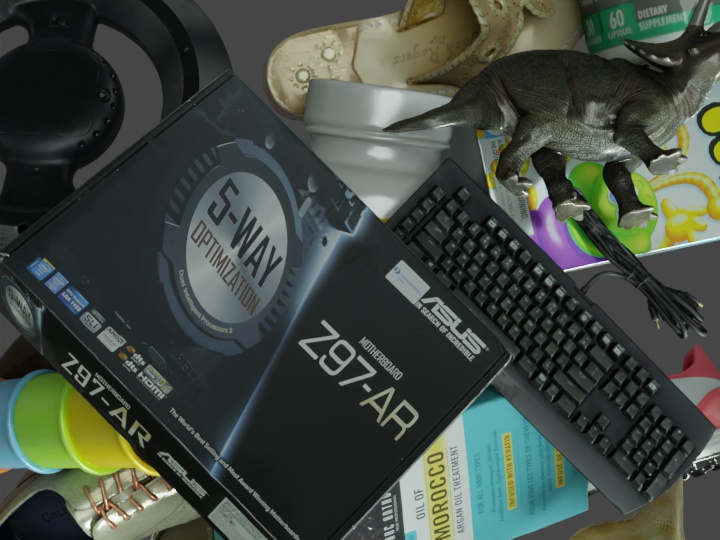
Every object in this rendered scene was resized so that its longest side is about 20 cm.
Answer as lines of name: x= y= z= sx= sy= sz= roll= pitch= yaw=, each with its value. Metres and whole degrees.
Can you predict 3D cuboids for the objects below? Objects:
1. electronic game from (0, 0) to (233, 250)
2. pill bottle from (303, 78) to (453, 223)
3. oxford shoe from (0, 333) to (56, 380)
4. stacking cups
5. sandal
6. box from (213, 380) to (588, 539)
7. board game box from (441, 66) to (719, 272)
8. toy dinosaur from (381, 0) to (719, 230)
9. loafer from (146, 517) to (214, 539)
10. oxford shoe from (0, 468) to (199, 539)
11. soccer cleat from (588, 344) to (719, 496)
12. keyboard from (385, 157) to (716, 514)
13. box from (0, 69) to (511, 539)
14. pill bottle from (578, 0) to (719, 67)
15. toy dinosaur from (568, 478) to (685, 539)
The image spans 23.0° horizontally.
electronic game: x=-0.166 y=-0.087 z=0.948 sx=0.200 sy=0.042 sz=0.200 roll=0 pitch=63 yaw=0
pill bottle: x=0.000 y=0.000 z=0.965 sx=0.111 sy=0.111 sz=0.200 roll=7 pitch=94 yaw=-10
oxford shoe: x=-0.129 y=0.028 z=0.929 sx=0.200 sy=0.084 sz=0.073 roll=-27 pitch=75 yaw=28
stacking cups: x=-0.172 y=0.075 z=0.911 sx=0.060 sy=0.200 sz=0.061 roll=7 pitch=81 yaw=-50
sandal: x=0.050 y=-0.134 z=1.007 sx=0.211 sy=0.070 sz=0.078 roll=-18 pitch=92 yaw=-11
box: x=0.022 y=0.109 z=0.901 sx=0.200 sy=0.049 sz=0.082 roll=-16 pitch=109 yaw=-29
board game box: x=0.154 y=-0.060 z=1.008 sx=0.200 sy=0.105 sz=0.103 roll=-12 pitch=90 yaw=-11
toy dinosaur: x=0.110 y=-0.080 z=0.918 sx=0.200 sy=0.077 sz=0.102 roll=-7 pitch=55 yaw=-1
loafer: x=-0.113 y=0.202 z=0.936 sx=0.067 sy=0.076 sz=0.200 roll=36 pitch=52 yaw=-31
oxford shoe: x=-0.113 y=0.113 z=0.922 sx=0.200 sy=0.074 sz=0.071 roll=-31 pitch=97 yaw=25
soccer cleat: x=0.123 y=0.098 z=1.025 sx=0.200 sy=0.068 sz=0.073 roll=-12 pitch=75 yaw=-11
keyboard: x=0.109 y=0.019 z=0.916 sx=0.200 sy=0.021 sz=0.127 roll=45 pitch=61 yaw=-3
box: x=-0.050 y=0.026 z=0.834 sx=0.200 sy=0.044 sz=0.160 roll=46 pitch=59 yaw=3
pill bottle: x=0.169 y=-0.219 z=1.010 sx=0.113 sy=0.113 sz=0.200 roll=-12 pitch=90 yaw=-11
toy dinosaur: x=0.155 y=0.156 z=0.914 sx=0.101 sy=0.058 sz=0.200 roll=25 pitch=55 yaw=14
